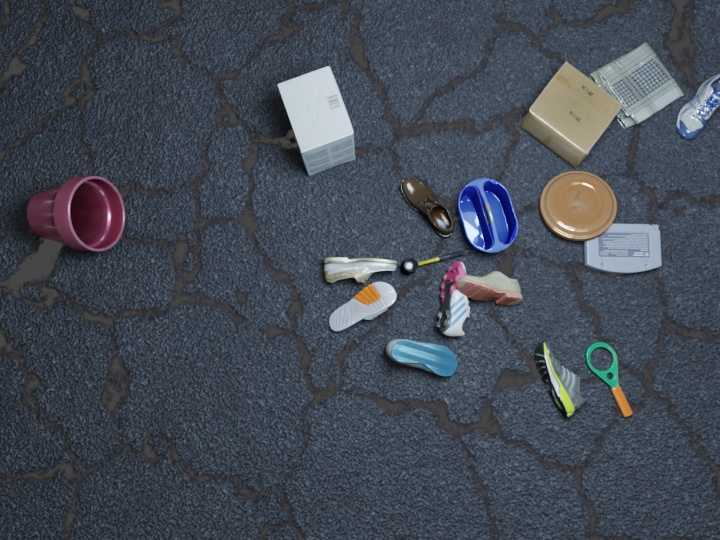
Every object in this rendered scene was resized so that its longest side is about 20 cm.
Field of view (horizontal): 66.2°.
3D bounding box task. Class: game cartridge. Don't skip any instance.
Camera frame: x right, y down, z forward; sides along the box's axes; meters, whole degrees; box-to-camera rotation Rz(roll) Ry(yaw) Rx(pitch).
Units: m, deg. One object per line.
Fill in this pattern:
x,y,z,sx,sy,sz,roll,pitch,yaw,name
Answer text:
0.702,-0.058,1.487,0.198,0.041,0.135,2,79,2,game cartridge

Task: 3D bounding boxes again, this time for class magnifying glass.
0.657,0.285,1.452,0.079,0.022,0.201,-23,81,-2,magnifying glass

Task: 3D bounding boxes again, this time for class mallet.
0.201,-0.028,1.499,0.198,0.066,0.042,-13,83,-15,mallet

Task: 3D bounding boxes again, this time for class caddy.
0.335,-0.143,1.470,0.140,0.105,0.202,-16,83,0,caddy

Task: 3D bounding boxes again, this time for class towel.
0.772,-0.519,1.545,0.199,0.035,0.194,-31,83,-2,towel

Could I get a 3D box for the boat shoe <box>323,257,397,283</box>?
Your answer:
0.000,0.000,1.482,0.198,0.075,0.069,0,88,9,boat shoe

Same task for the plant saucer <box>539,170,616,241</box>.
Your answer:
0.586,-0.178,1.487,0.198,0.032,0.202,-2,71,7,plant saucer

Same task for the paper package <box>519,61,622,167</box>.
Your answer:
0.571,-0.423,1.504,0.200,0.103,0.191,38,84,6,paper package

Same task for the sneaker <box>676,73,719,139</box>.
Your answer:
0.939,-0.455,1.507,0.075,0.088,0.201,30,86,3,sneaker

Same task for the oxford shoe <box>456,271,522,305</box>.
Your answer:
0.335,0.037,1.452,0.198,0.071,0.074,16,60,-25,oxford shoe

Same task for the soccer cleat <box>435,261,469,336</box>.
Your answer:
0.257,0.079,1.472,0.086,0.070,0.202,22,74,-26,soccer cleat

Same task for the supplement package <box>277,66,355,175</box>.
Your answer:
-0.110,-0.388,1.467,0.146,0.200,0.193,-19,83,-2,supplement package

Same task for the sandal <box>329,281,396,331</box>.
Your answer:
0.009,0.099,1.477,0.206,0.059,0.080,-30,65,18,sandal

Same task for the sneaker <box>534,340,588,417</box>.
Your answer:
0.520,0.273,1.437,0.080,0.074,0.201,-24,90,-8,sneaker

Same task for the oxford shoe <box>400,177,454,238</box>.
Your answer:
0.186,-0.180,1.492,0.073,0.084,0.200,-43,82,-2,oxford shoe

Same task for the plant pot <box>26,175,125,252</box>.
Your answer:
-0.764,-0.148,1.466,0.177,0.200,0.202,0,82,17,plant pot

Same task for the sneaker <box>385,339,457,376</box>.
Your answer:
0.161,0.222,1.447,0.198,0.081,0.077,20,81,-16,sneaker
